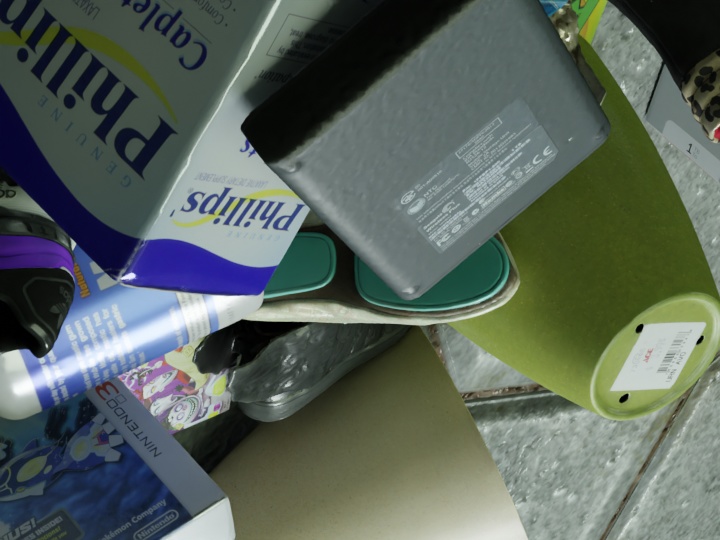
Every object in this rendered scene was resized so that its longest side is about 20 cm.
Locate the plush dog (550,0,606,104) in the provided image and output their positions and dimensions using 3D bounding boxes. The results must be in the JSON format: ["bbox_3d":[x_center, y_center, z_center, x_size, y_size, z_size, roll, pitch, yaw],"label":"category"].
[{"bbox_3d":[0.023,-0.127,1.179,0.170,0.202,0.160,-11,174,-12],"label":"plush dog"}]

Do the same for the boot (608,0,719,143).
[{"bbox_3d":[0.198,-0.150,1.108,0.199,0.151,0.073,-19,156,-33],"label":"boot"}]

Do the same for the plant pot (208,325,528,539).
[{"bbox_3d":[-0.015,0.156,1.472,0.199,0.188,0.188,-27,145,-5],"label":"plant pot"}]

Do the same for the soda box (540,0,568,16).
[{"bbox_3d":[0.040,-0.210,1.089,0.067,0.202,0.064,-2,164,-27],"label":"soda box"}]

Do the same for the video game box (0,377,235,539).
[{"bbox_3d":[-0.198,0.127,1.201,0.199,0.182,0.047,-32,141,-23],"label":"video game box"}]

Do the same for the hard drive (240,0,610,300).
[{"bbox_3d":[0.038,-0.067,1.050,0.139,0.033,0.200,-40,155,3],"label":"hard drive"}]

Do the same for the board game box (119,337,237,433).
[{"bbox_3d":[-0.118,0.024,1.329,0.119,0.032,0.201,-18,138,-31],"label":"board game box"}]

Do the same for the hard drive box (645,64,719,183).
[{"bbox_3d":[0.328,-0.116,1.577,0.199,0.156,0.077,-18,140,-36],"label":"hard drive box"}]

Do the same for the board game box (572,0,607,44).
[{"bbox_3d":[0.105,-0.178,1.350,0.101,0.048,0.201,-15,136,-40],"label":"board game box"}]

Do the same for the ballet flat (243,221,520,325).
[{"bbox_3d":[0.000,0.000,1.273,0.062,0.198,0.068,40,54,-67],"label":"ballet flat"}]

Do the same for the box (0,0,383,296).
[{"bbox_3d":[-0.089,-0.121,1.057,0.105,0.184,0.201,3,123,-53],"label":"box"}]

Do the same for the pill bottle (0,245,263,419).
[{"bbox_3d":[-0.160,0.009,1.169,0.199,0.112,0.113,-25,143,-11],"label":"pill bottle"}]

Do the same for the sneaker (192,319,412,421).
[{"bbox_3d":[-0.024,0.023,1.379,0.200,0.060,0.105,-40,155,-28],"label":"sneaker"}]

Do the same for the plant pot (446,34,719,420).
[{"bbox_3d":[0.120,-0.013,1.311,0.186,0.200,0.188,-21,138,-21],"label":"plant pot"}]

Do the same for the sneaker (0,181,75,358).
[{"bbox_3d":[-0.232,0.019,1.061,0.198,0.100,0.070,-8,145,2],"label":"sneaker"}]
